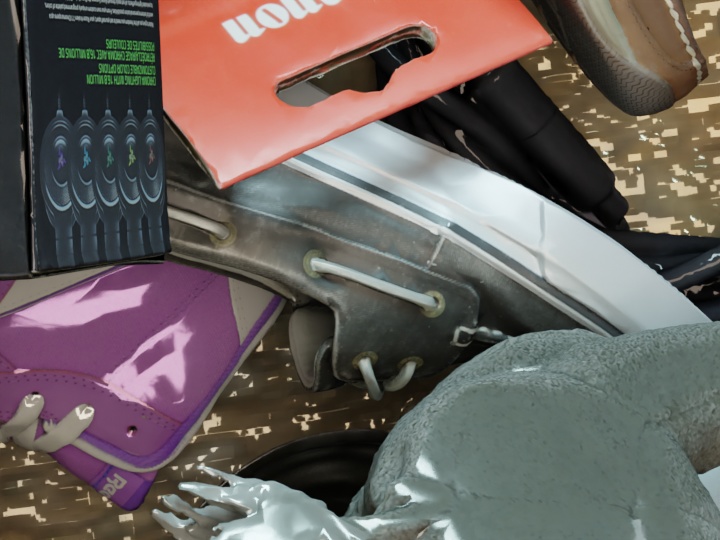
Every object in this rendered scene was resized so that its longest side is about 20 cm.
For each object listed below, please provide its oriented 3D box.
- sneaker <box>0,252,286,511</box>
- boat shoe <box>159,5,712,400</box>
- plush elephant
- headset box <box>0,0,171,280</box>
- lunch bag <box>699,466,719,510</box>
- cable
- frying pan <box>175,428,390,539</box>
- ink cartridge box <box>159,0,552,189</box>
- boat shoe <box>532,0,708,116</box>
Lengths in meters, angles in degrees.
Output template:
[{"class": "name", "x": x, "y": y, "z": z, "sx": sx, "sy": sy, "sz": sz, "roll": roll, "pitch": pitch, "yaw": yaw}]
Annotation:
[{"class": "sneaker", "x": -0.113, "y": 0.031, "z": 0.801, "sx": 0.200, "sy": 0.073, "sz": 0.115, "roll": -29, "pitch": 98, "yaw": -5}, {"class": "boat shoe", "x": 0.000, "y": 0.000, "z": 0.782, "sx": 0.200, "sy": 0.072, "sz": 0.071, "roll": 26, "pitch": 82, "yaw": -11}, {"class": "plush elephant", "x": 0.034, "y": 0.106, "z": 0.733, "sx": 0.199, "sy": 0.155, "sz": 0.165, "roll": 2, "pitch": 52, "yaw": -17}, {"class": "headset box", "x": -0.139, "y": -0.083, "z": 0.671, "sx": 0.174, "sy": 0.093, "sz": 0.201, "roll": -3, "pitch": 92, "yaw": 15}, {"class": "lunch bag", "x": 0.159, "y": 0.117, "z": 0.813, "sx": 0.199, "sy": 0.127, "sz": 0.171, "roll": -3, "pitch": 86, "yaw": 0}, {"class": "cable", "x": 0.080, "y": -0.073, "z": 0.829, "sx": 0.163, "sy": 0.051, "sz": 0.201, "roll": -10, "pitch": 94, "yaw": -4}, {"class": "frying pan", "x": 0.031, "y": 0.099, "z": 0.839, "sx": 0.189, "sy": 0.031, "sz": 0.115, "roll": -2, "pitch": 97, "yaw": -17}, {"class": "ink cartridge box", "x": -0.045, "y": -0.123, "z": 0.752, "sx": 0.109, "sy": 0.050, "sz": 0.200, "roll": -25, "pitch": 62, "yaw": -26}, {"class": "boat shoe", "x": 0.055, "y": -0.140, "z": 0.775, "sx": 0.072, "sy": 0.076, "sz": 0.201, "roll": -21, "pitch": 90, "yaw": -1}]
